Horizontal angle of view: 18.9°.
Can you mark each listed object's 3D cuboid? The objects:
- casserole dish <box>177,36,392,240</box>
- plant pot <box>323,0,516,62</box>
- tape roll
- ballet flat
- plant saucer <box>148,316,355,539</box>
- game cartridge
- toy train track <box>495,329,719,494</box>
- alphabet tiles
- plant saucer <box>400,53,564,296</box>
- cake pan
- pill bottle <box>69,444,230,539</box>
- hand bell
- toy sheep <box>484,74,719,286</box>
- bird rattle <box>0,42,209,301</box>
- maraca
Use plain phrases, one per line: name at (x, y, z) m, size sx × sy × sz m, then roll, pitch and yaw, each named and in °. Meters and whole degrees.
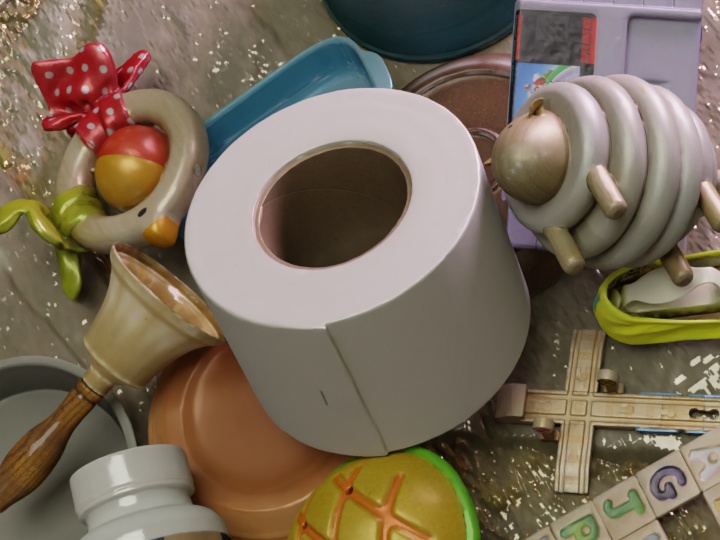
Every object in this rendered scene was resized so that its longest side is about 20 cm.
casserole dish at (-0.052, -0.083, 1.572) m, size 0.199 × 0.039 × 0.122 m, roll -34°, pitch 55°, yaw 17°
plant pot at (0.034, -0.283, 1.560) m, size 0.198 × 0.188 × 0.202 m, roll -7°, pitch 65°, yaw 16°
tape roll at (0.000, 0.000, 1.418) m, size 0.201 × 0.140 × 0.204 m, roll -11°, pitch 48°, yaw 13°
ballet flat at (0.250, 0.012, 1.425) m, size 0.198 × 0.067 × 0.067 m, roll -8°, pitch 67°, yaw 14°
plant saucer at (-0.060, 0.099, 1.518) m, size 0.198 × 0.037 × 0.202 m, roll -7°, pitch 66°, yaw 17°
game cartridge at (0.165, -0.111, 1.477) m, size 0.128 × 0.038 × 0.202 m, roll 4°, pitch 89°, yaw 0°
toy train track at (0.184, 0.090, 1.437) m, size 0.198 × 0.033 × 0.116 m, roll 2°, pitch 69°, yaw 19°
alphabet tiles at (0.205, 0.224, 1.379) m, size 0.166 × 0.008 × 0.201 m, roll -31°, pitch 64°, yaw 11°
plant saucer at (0.082, -0.070, 1.543) m, size 0.198 × 0.032 × 0.202 m, roll -7°, pitch 67°, yaw 17°
cake pan at (-0.244, 0.161, 1.555) m, size 0.198 × 0.037 × 0.202 m, roll -7°, pitch 66°, yaw 16°
pill bottle at (-0.131, 0.223, 1.435) m, size 0.110 × 0.111 × 0.202 m, roll -20°, pitch 71°, yaw 10°
hand bell at (-0.193, 0.091, 1.513) m, size 0.104 × 0.104 × 0.200 m, roll 43°, pitch 98°, yaw 29°
toy sheep at (0.166, -0.060, 1.392) m, size 0.137 × 0.199 × 0.139 m, roll -18°, pitch 68°, yaw 51°
bird rattle at (-0.178, -0.076, 1.598) m, size 0.162 × 0.113 × 0.201 m, roll 3°, pitch 58°, yaw 32°
maraca at (-0.002, 0.199, 1.420) m, size 0.200 × 0.107 × 0.138 m, roll -39°, pitch 56°, yaw 23°
